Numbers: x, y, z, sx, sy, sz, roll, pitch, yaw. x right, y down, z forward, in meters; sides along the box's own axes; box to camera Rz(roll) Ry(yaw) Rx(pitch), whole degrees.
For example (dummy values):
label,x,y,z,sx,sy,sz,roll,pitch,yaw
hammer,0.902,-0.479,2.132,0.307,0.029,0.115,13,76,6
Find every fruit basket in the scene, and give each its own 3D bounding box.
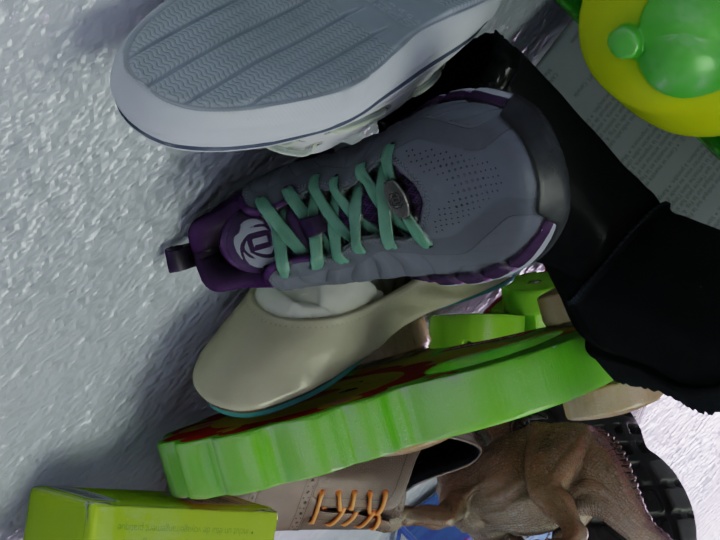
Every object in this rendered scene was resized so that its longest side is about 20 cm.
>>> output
label,x,y,z,sx,sy,sz,roll,pitch,yaw
fruit basket,0.152,-0.116,0.860,0.156,0.216,0.216,-45,158,0

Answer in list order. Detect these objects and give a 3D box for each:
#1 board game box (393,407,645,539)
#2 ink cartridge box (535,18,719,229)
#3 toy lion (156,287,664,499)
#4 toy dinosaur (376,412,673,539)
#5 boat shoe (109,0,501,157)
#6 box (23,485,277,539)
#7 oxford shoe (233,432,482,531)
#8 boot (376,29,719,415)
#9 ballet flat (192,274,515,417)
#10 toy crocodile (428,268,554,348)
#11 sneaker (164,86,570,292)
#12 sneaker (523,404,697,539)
label,x,y,z,sx,sy,sz,roll,pitch,yaw
board game box,0.101,0.176,1.487,0.199,0.043,0.200,-36,156,-25
ink cartridge box,0.179,-0.061,0.982,0.163,0.200,0.057,-52,167,-1
toy lion,0.013,0.063,1.007,0.200,0.069,0.192,-14,-177,37
toy dinosaur,0.095,0.112,1.209,0.086,0.200,0.136,57,47,-39
boat shoe,-0.017,-0.072,0.809,0.200,0.074,0.067,-24,149,-43
box,-0.109,0.203,1.001,0.122,0.048,0.200,9,90,-47
oxford shoe,-0.015,0.104,1.118,0.200,0.073,0.071,-26,150,-39
boot,0.098,-0.025,0.872,0.073,0.162,0.198,-45,-166,-14
ballet flat,0.000,0.000,0.995,0.200,0.069,0.069,-28,153,-40
toy crocodile,0.112,0.022,1.221,0.200,0.062,0.068,-26,116,-49
sneaker,0.000,-0.017,0.842,0.088,0.074,0.200,-23,-176,-30
sneaker,0.139,0.125,1.279,0.075,0.200,0.079,0,148,-27
